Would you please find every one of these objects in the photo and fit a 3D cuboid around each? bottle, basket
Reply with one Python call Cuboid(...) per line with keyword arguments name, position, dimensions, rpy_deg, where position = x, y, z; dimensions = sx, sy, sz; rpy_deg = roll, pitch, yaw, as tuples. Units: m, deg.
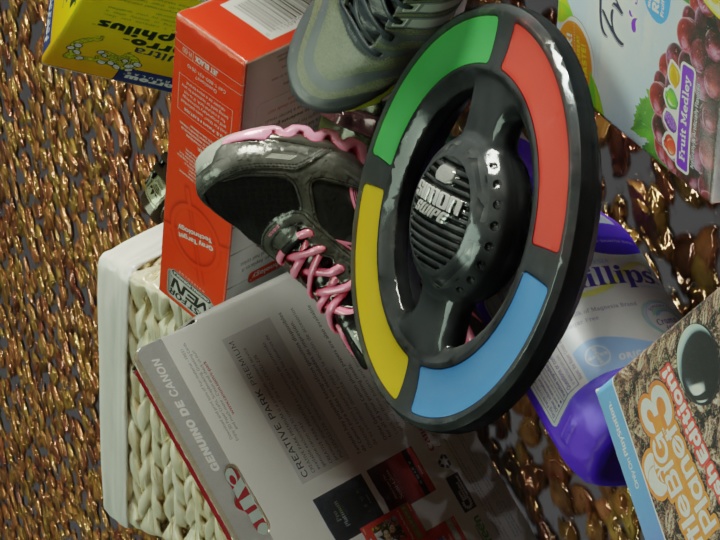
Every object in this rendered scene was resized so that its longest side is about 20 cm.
Cuboid(name="bottle", position=(0.098, 0.010, 1.090), dimensions=(0.200, 0.083, 0.065), rpy_deg=(63, 146, 38))
Cuboid(name="basket", position=(-0.078, 0.073, 1.444), dimensions=(0.123, 0.135, 0.201), rpy_deg=(25, 126, 35))

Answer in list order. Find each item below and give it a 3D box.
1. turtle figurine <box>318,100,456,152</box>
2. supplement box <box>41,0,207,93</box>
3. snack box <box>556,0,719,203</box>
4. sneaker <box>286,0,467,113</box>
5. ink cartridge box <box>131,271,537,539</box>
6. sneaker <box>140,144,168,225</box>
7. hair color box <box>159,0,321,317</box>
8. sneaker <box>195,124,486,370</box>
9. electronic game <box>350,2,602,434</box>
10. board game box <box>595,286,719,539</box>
Cuboid(name="turtle figurine", position=(0.027, -0.085, 1.216), dimensions=(0.150, 0.100, 0.201), rpy_deg=(42, 129, 51))
Cuboid(name="supplement box", position=(-0.125, -0.205, 1.462), dimensions=(0.200, 0.109, 0.109), rpy_deg=(139, 139, -63))
Cuboid(name="snack box", position=(0.140, -0.149, 0.959), dimensions=(0.142, 0.053, 0.201), rpy_deg=(-131, 37, -54))
Cuboid(name="sneaker", position=(0.023, -0.148, 1.096), dimensions=(0.074, 0.081, 0.200), rpy_deg=(50, 122, 12))
Cuboid(name="ink cartridge box", position=(-0.030, 0.110, 1.246), dimensions=(0.084, 0.175, 0.200), rpy_deg=(-38, 79, 51))
Cuboid(name="sneaker", position=(-0.104, -0.057, 1.506), dimensions=(0.200, 0.075, 0.071), rpy_deg=(102, 149, -44))
Cuboid(name="hair color box", position=(-0.056, -0.067, 1.297), dimensions=(0.061, 0.101, 0.200), rpy_deg=(36, 137, 30))
Cuboid(name="sneaker", position=(0.000, 0.000, 1.170), dimensions=(0.079, 0.200, 0.096), rpy_deg=(-38, 32, 48))
Cuboid(name="electronic game", position=(0.049, -0.024, 1.055), dimensions=(0.200, 0.041, 0.201), rpy_deg=(-29, 57, 56))
Cuboid(name="board game box", position=(0.192, 0.077, 0.869), dimensions=(0.200, 0.097, 0.160), rpy_deg=(127, 129, -61))
